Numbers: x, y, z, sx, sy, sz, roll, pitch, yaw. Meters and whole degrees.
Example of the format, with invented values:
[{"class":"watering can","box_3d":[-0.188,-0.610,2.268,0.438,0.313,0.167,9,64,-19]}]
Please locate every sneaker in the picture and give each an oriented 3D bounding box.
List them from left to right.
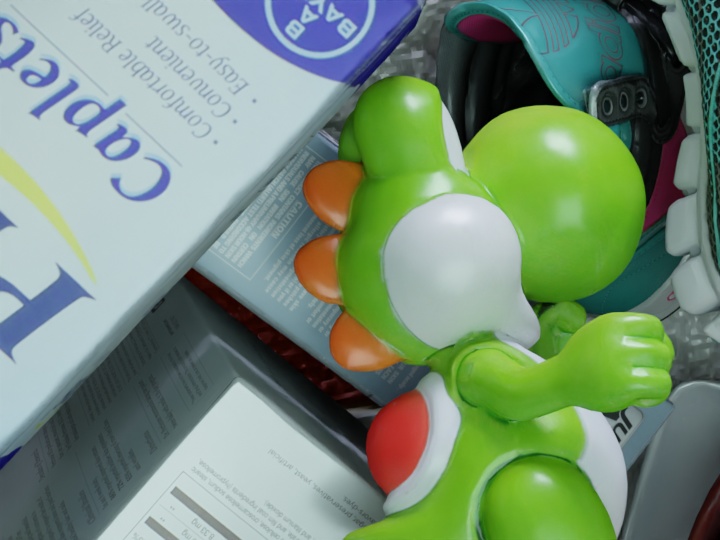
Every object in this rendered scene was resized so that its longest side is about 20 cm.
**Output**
[{"class":"sneaker","box_3d":[0.089,-0.082,0.907,0.121,0.084,0.200,14,103,-46]},{"class":"sneaker","box_3d":[0.131,-0.075,0.829,0.078,0.091,0.200,-10,90,-16]}]

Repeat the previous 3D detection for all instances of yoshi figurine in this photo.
[{"class":"yoshi figurine","box_3d":[0.059,0.031,0.819,0.112,0.112,0.200,-25,76,34]}]

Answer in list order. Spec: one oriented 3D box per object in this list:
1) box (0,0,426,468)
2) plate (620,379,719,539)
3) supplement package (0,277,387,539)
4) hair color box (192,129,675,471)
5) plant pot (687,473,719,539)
[{"class":"box","box_3d":[-0.114,-0.063,0.783,0.184,0.105,0.200,43,93,-4]},{"class":"plate","box_3d":[0.173,0.150,0.973,0.200,0.032,0.200,16,105,-4]},{"class":"supplement package","box_3d":[-0.063,0.134,0.905,0.151,0.152,0.200,40,92,-17]},{"class":"hair color box","box_3d":[0.000,0.000,0.914,0.200,0.099,0.061,37,92,-17]},{"class":"plant pot","box_3d":[0.191,0.136,0.857,0.200,0.183,0.200,0,107,-1]}]
